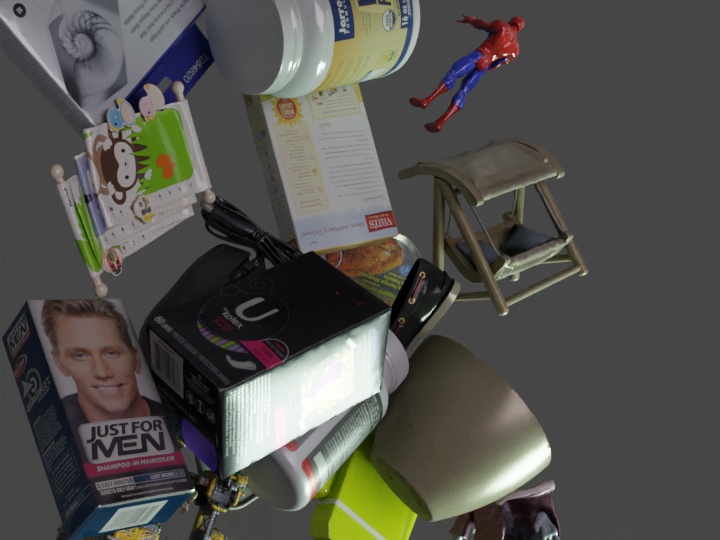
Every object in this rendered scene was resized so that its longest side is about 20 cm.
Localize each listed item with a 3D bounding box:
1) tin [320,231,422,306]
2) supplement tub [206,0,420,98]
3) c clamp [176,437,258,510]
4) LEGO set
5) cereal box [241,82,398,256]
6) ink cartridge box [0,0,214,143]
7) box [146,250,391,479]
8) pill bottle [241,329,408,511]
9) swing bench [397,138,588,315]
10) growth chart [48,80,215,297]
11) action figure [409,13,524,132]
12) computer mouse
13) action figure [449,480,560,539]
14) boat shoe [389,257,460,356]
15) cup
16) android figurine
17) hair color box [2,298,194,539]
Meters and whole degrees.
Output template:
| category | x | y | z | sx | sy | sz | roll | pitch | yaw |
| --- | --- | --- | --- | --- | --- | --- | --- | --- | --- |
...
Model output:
| category | x | y | z | sx | sy | sz | roll | pitch | yaw |
| --- | --- | --- | --- | --- | --- | --- | --- | --- | --- |
| tin | 0.000 | 0.000 | 1.239 | 0.199 | 0.042 | 0.114 | 21 | 68 | -42 |
| supplement tub | -0.048 | -0.262 | 1.101 | 0.199 | 0.143 | 0.147 | -22 | 102 | -42 |
| c clamp | -0.118 | 0.158 | 1.111 | 0.199 | 0.027 | 0.174 | -19 | 100 | -44 |
| LEGO set | -0.179 | 0.228 | 0.966 | 0.199 | 0.115 | 0.155 | 39 | 63 | -30 |
| cereal box | -0.044 | -0.120 | 1.169 | 0.142 | 0.039 | 0.203 | -11 | 84 | -39 |
| ink cartridge box | -0.236 | -0.229 | 1.014 | 0.201 | 0.040 | 0.201 | 51 | 54 | -30 |
| box | -0.084 | 0.080 | 0.971 | 0.199 | 0.122 | 0.107 | -24 | 134 | -37 |
| pill bottle | -0.042 | 0.141 | 1.092 | 0.200 | 0.115 | 0.117 | -43 | 116 | -35 |
| swing bench | 0.174 | -0.063 | 1.358 | 0.198 | 0.129 | 0.203 | -21 | 101 | -44 |
| growth chart | -0.213 | -0.087 | 0.996 | 0.200 | 0.018 | 0.146 | -45 | 124 | -45 |
| action figure | 0.135 | -0.273 | 1.391 | 0.200 | 0.099 | 0.066 | -44 | 121 | -14 |
| computer mouse | -0.146 | 0.023 | 1.045 | 0.138 | 0.053 | 0.201 | 35 | 64 | 1 |
| action figure | 0.160 | 0.308 | 1.288 | 0.132 | 0.200 | 0.151 | -10 | 101 | -8 |
| boat shoe | 0.034 | 0.079 | 1.212 | 0.063 | 0.074 | 0.203 | 34 | 97 | -10 |
| cup | 0.095 | 0.196 | 1.183 | 0.143 | 0.199 | 0.201 | -42 | 117 | -19 |
| android figurine | 0.003 | 0.272 | 1.214 | 0.182 | 0.041 | 0.202 | 45 | 54 | -35 |
| hair color box | -0.229 | 0.122 | 0.909 | 0.099 | 0.061 | 0.202 | 1 | 53 | -46 |
